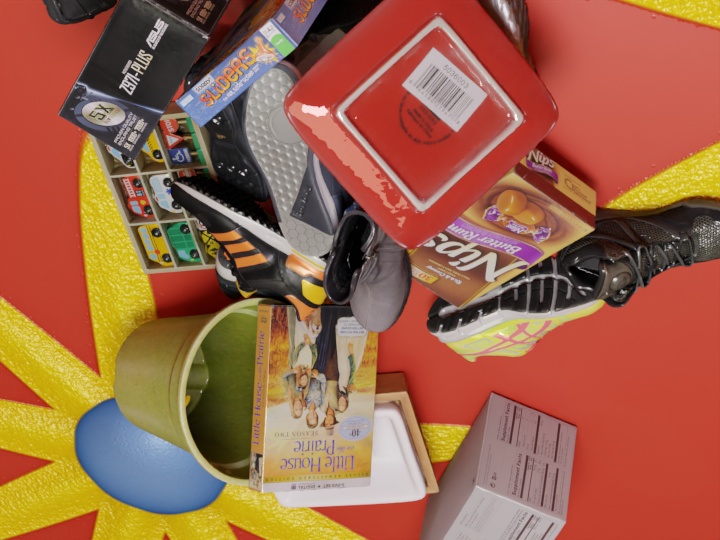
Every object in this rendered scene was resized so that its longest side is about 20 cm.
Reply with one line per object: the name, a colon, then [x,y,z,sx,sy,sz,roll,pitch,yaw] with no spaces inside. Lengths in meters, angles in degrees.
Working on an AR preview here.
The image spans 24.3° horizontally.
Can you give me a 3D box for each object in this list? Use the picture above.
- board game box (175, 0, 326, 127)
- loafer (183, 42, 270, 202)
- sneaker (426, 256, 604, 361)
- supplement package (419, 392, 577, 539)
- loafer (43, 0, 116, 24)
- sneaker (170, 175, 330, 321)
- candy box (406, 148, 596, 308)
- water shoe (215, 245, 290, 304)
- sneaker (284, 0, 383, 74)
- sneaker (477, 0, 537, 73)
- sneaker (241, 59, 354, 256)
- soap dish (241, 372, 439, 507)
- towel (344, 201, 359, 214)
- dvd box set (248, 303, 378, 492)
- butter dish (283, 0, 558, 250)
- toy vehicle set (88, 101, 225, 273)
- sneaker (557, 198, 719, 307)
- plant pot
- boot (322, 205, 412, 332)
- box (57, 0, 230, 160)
board game box: [-0.085,-0.225,1.548,0.135,0.200,0.034,-36,107,32]
loafer: [-0.122,-0.147,1.703,0.068,0.070,0.201,17,149,26]
sneaker: [0.177,0.048,1.787,0.200,0.078,0.090,-14,134,27]
supplement package: [0.151,0.272,1.903,0.111,0.156,0.200,23,129,-6]
loafer: [-0.293,-0.331,1.599,0.070,0.068,0.201,-15,126,6]
sneaker: [-0.120,-0.021,1.716,0.200,0.070,0.090,29,106,9]
candy box: [0.129,-0.045,1.702,0.117,0.057,0.200,32,138,-27]
water shoe: [-0.056,-0.003,1.798,0.200,0.072,0.079,4,148,-1]
sneaker: [-0.009,-0.219,1.624,0.200,0.074,0.089,-25,124,36]
sneaker: [0.121,-0.206,1.593,0.082,0.075,0.200,-4,126,14]
sneaker: [-0.047,-0.137,1.623,0.077,0.146,0.203,2,125,22]
soap dish: [-0.019,0.196,1.934,0.200,0.081,0.158,-7,125,18]
towel: [0.007,-0.112,1.733,0.200,0.024,0.145,0,125,11]
dvd box set: [-0.049,0.136,1.797,0.146,0.200,0.029,3,-178,-36]
butter dish: [0.046,-0.159,1.548,0.199,0.148,0.200,-42,111,2]
toy vehicle set: [-0.203,-0.087,1.795,0.124,0.027,0.200,-6,125,17]
sneaker: [0.295,-0.014,1.679,0.199,0.114,0.076,-2,128,12]
plant pot: [-0.170,0.125,1.840,0.184,0.200,0.201,4,134,48]
boot: [0.000,0.000,1.656,0.070,0.132,0.200,19,126,18]
box: [-0.185,-0.231,1.569,0.086,0.200,0.164,31,128,-9]
